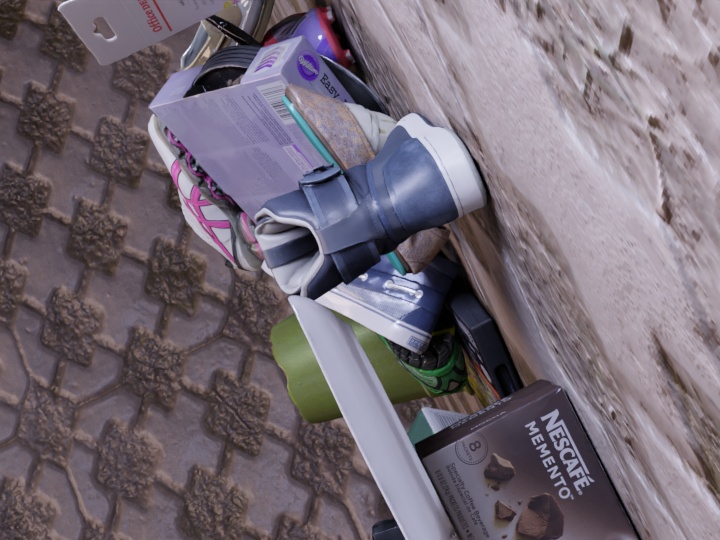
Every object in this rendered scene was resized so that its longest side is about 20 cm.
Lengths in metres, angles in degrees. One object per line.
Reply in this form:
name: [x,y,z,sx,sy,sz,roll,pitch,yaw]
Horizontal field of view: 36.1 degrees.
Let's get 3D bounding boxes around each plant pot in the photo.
plant pot: [0.005,0.084,1.265,0.200,0.189,0.201,-23,-90,-84]

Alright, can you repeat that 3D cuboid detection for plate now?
plate: [0.015,0.113,0.751,0.200,0.032,0.200,63,178,10]

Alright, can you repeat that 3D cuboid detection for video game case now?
video game case: [0.117,0.083,1.072,0.181,0.025,0.200,64,177,-25]

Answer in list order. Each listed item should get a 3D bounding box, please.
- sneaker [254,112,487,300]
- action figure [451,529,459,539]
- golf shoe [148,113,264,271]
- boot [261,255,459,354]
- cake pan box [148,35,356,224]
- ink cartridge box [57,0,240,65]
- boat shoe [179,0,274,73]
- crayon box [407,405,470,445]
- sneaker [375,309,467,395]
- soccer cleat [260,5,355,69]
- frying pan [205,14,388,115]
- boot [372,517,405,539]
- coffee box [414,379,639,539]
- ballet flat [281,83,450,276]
sneaker: [-0.002,-0.045,0.769,0.077,0.146,0.202,62,180,-7]
action figure: [0.122,0.186,0.922,0.070,0.130,0.200,62,-171,27]
golf shoe: [-0.153,-0.073,1.097,0.200,0.092,0.073,54,-142,-27]
boot: [0.000,0.000,1.040,0.200,0.091,0.073,25,178,32]
cake pan box: [-0.069,-0.110,0.986,0.184,0.052,0.200,-7,136,44]
ink cartridge box: [-0.139,-0.248,0.858,0.068,0.199,0.117,63,178,13]
boat shoe: [-0.124,-0.247,1.055,0.075,0.068,0.200,-95,22,-50]
crayon box: [0.135,0.226,1.094,0.127,0.051,0.200,14,-152,-29]
sneaker: [0.043,0.055,1.104,0.085,0.078,0.200,64,177,-38]
soccer cleat: [-0.056,-0.207,1.038,0.067,0.076,0.200,64,178,-18]
frying pan: [-0.058,-0.176,0.974,0.190,0.031,0.115,34,167,-11]
boot: [0.113,0.287,1.277,0.066,0.199,0.165,62,178,22]
coffee box: [0.133,0.193,0.792,0.201,0.113,0.080,64,178,2]
ballet flat: [0.012,-0.084,0.890,0.200,0.067,0.068,55,179,-33]
